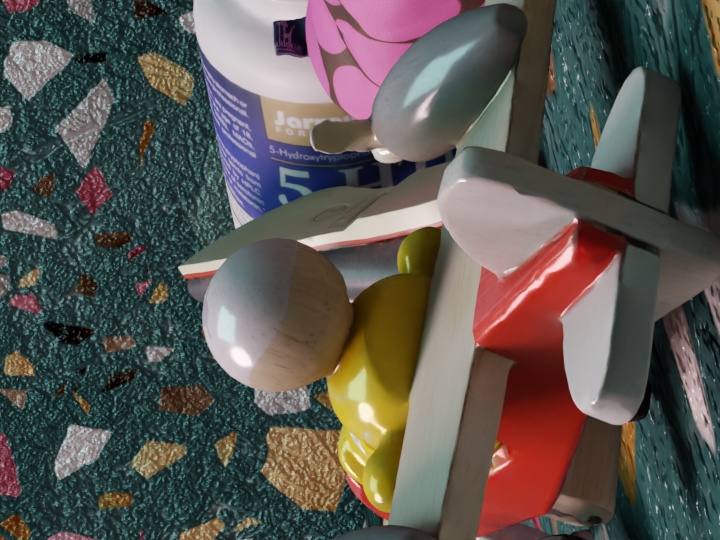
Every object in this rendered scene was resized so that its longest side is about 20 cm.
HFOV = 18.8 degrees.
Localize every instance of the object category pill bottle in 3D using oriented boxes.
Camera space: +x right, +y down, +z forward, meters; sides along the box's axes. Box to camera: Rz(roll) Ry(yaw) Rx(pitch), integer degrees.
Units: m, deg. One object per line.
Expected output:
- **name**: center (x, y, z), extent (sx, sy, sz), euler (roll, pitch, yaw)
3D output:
- **pill bottle**: center (-0.011, -0.095, 0.969), extent (0.201, 0.119, 0.120), euler (81, 175, -48)

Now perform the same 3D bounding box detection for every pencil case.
- **pencil case**: center (0.015, -0.120, 0.766), extent (0.200, 0.090, 0.095), euler (101, 157, -75)

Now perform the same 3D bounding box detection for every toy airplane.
- **toy airplane**: center (0.023, 0.018, 0.622), extent (0.200, 0.140, 0.201), euler (-70, -10, -71)

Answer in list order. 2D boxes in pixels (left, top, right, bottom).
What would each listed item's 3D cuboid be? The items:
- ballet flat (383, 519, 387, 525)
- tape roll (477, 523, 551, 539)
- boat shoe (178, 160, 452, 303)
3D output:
- **ballet flat**: center (0.040, 0.292, 1.924), extent (0.067, 0.056, 0.201), euler (-109, 8, -55)
- **tape roll**: center (0.038, 0.194, 0.812), extent (0.202, 0.037, 0.205), euler (-2, 87, 45)
- **boat shoe**: center (0.000, 0.000, 0.899), extent (0.199, 0.071, 0.063), euler (-10, 111, 46)
